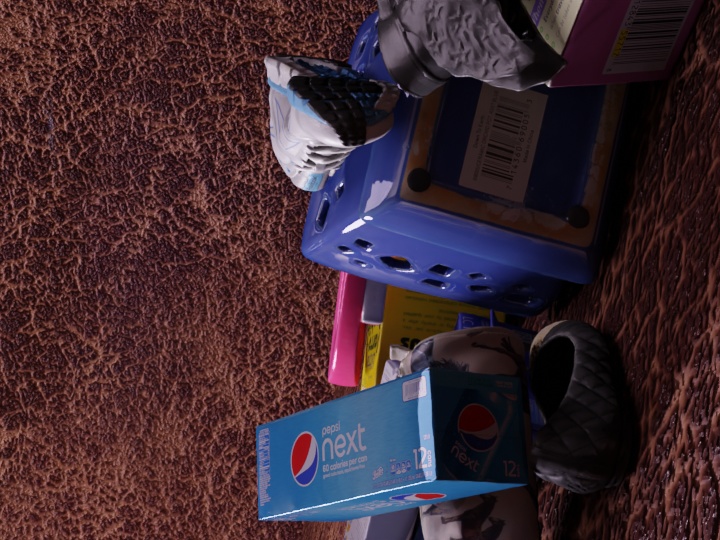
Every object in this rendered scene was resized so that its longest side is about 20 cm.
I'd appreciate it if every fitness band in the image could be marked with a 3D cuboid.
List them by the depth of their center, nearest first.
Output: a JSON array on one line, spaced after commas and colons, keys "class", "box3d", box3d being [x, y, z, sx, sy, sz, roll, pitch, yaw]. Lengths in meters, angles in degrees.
[{"class": "fitness band", "box3d": [0.000, 0.000, 1.219, 0.144, 0.037, 0.201, 125, 154, -79]}]

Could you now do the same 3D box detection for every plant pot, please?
[{"class": "plant pot", "box3d": [0.085, -0.086, 1.017, 0.180, 0.199, 0.201, 156, 129, -77]}]

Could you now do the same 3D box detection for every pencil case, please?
[{"class": "pencil case", "box3d": [0.069, 0.139, 0.905, 0.078, 0.089, 0.201, 68, -162, -66]}]

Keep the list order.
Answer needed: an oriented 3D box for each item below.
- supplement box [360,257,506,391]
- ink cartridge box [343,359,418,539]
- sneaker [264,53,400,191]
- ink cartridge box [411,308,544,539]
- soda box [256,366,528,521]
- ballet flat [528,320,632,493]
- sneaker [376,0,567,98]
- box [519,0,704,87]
[{"class": "supplement box", "box3d": [0.063, 0.059, 1.237, 0.109, 0.109, 0.201, 127, 150, -80]}, {"class": "ink cartridge box", "box3d": [0.019, 0.172, 1.057, 0.119, 0.042, 0.201, -148, 73, -85]}, {"class": "sneaker", "box3d": [-0.023, -0.092, 0.954, 0.200, 0.075, 0.087, -127, 41, -72]}, {"class": "ink cartridge box", "box3d": [0.089, 0.128, 1.055, 0.137, 0.076, 0.201, -84, 10, -60]}, {"class": "soda box", "box3d": [0.012, 0.111, 0.857, 0.200, 0.068, 0.064, -24, 64, 54]}, {"class": "ballet flat", "box3d": [0.124, 0.073, 0.866, 0.200, 0.057, 0.067, -90, 15, -74]}, {"class": "sneaker", "box3d": [0.054, -0.189, 0.892, 0.104, 0.060, 0.200, -32, 63, 37]}, {"class": "box", "box3d": [0.139, -0.246, 0.887, 0.200, 0.096, 0.176, 61, 147, 38]}]
